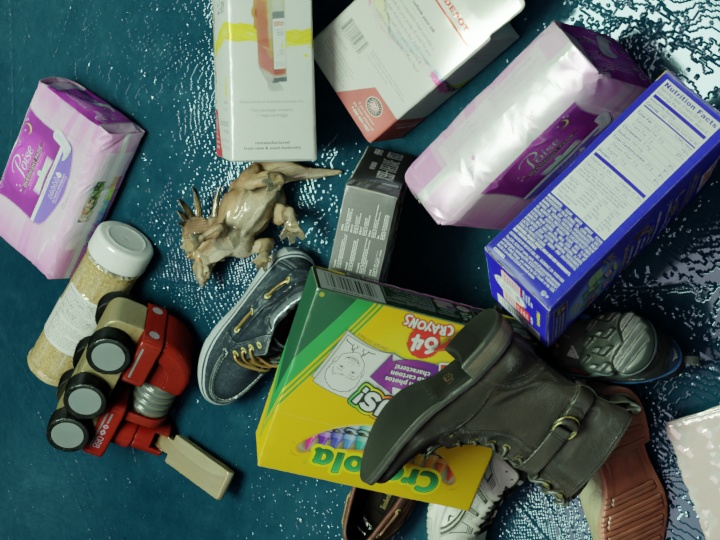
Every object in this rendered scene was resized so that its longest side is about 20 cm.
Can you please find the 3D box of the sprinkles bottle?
[{"bbox_3d":[-0.305,0.040,1.400,0.068,0.068,0.200,42,116,17],"label":"sprinkles bottle"}]

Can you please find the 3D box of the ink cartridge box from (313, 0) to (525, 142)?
[{"bbox_3d":[0.061,-0.223,1.150,0.200,0.067,0.117,-37,79,30],"label":"ink cartridge box"}]

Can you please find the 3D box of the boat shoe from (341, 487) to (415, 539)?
[{"bbox_3d":[0.038,0.188,1.229,0.070,0.070,0.200,27,109,25],"label":"boat shoe"}]

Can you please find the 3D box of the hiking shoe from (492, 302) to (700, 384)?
[{"bbox_3d":[0.196,0.072,1.116,0.200,0.087,0.074,10,80,51],"label":"hiking shoe"}]

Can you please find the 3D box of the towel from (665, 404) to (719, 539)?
[{"bbox_3d":[0.379,0.196,1.056,0.191,0.032,0.200,-20,87,32],"label":"towel"}]

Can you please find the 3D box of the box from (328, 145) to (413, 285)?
[{"bbox_3d":[0.000,0.000,1.160,0.050,0.158,0.200,13,110,3],"label":"box"}]

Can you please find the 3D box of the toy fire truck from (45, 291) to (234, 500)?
[{"bbox_3d":[-0.220,0.146,1.356,0.200,0.129,0.176,23,116,-17],"label":"toy fire truck"}]

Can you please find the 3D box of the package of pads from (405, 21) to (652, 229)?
[{"bbox_3d":[0.145,-0.119,1.077,0.200,0.120,0.076,-45,65,28],"label":"package of pads"}]

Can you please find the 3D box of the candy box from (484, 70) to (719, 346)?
[{"bbox_3d":[0.195,-0.044,1.001,0.200,0.169,0.077,-43,75,-4],"label":"candy box"}]

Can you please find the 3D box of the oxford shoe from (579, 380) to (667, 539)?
[{"bbox_3d":[0.227,0.192,1.135,0.074,0.071,0.200,20,120,63],"label":"oxford shoe"}]

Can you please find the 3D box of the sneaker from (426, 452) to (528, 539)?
[{"bbox_3d":[0.118,0.202,1.181,0.088,0.076,0.200,10,104,26],"label":"sneaker"}]

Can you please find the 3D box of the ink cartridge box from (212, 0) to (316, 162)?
[{"bbox_3d":[-0.095,-0.207,1.190,0.083,0.145,0.200,-2,98,-11],"label":"ink cartridge box"}]

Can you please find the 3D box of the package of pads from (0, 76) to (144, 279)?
[{"bbox_3d":[-0.334,-0.102,1.390,0.120,0.076,0.200,36,114,19],"label":"package of pads"}]

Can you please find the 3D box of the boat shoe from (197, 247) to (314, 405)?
[{"bbox_3d":[-0.104,0.076,1.268,0.200,0.071,0.091,-58,29,22],"label":"boat shoe"}]

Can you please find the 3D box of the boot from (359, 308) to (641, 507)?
[{"bbox_3d":[0.117,0.144,1.042,0.174,0.069,0.200,40,102,-19],"label":"boot"}]

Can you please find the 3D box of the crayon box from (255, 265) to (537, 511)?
[{"bbox_3d":[0.028,0.105,1.085,0.200,0.058,0.173,14,108,-13],"label":"crayon box"}]

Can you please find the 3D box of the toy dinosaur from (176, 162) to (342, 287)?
[{"bbox_3d":[-0.119,-0.065,1.277,0.200,0.136,0.086,-42,116,6],"label":"toy dinosaur"}]
